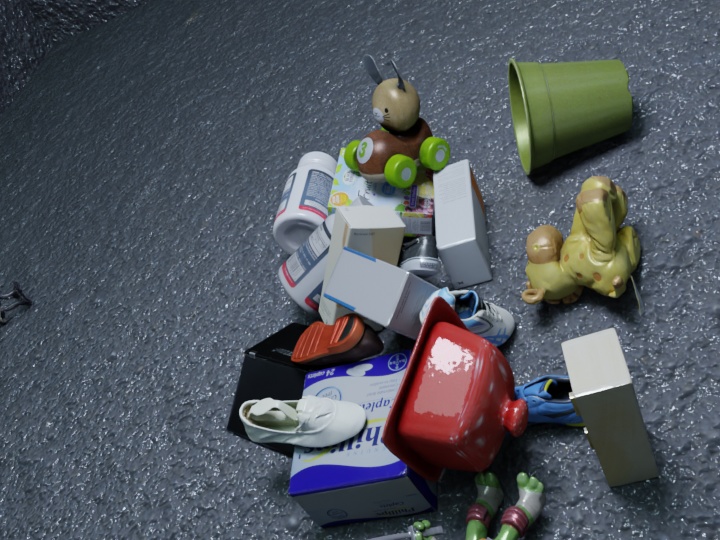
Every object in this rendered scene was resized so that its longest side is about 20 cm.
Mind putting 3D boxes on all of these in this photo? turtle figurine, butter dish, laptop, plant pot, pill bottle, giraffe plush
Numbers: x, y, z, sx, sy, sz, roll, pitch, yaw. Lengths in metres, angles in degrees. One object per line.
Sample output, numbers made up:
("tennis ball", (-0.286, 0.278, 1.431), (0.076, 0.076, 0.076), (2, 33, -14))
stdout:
("turtle figurine", (0.127, 0.303, 0.847), (0.199, 0.145, 0.194), (40, 48, 6))
("butter dish", (0.140, 0.167, 0.915), (0.145, 0.200, 0.203), (12, 68, 33))
("laptop", (-0.107, 0.194, 1.236), (0.184, 0.119, 0.198), (9, 27, 38))
("plant pot", (0.368, -0.286, 1.278), (0.184, 0.203, 0.203), (-10, 43, 6))
("pill bottle", (-0.098, -0.137, 1.459), (0.117, 0.121, 0.203), (-11, 45, 24))
("giraffe plush", (0.316, -0.020, 1.081), (0.159, 0.171, 0.206), (-15, 76, 34))
("pill bottle", (-0.040, -0.027, 1.284), (0.200, 0.119, 0.121), (-44, 37, 15))

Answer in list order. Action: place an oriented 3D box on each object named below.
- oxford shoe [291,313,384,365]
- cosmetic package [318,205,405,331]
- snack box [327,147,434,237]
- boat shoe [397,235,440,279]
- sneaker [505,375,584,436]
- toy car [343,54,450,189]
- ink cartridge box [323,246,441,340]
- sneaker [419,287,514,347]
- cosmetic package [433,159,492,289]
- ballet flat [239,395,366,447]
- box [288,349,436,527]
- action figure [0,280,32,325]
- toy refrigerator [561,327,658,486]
("oxford shoe", (-0.041, 0.123, 1.123), (0.198, 0.072, 0.073), (-18, 43, 54))
("cosmetic package", (0.000, 0.000, 1.194), (0.102, 0.205, 0.071), (-4, 34, -23))
("snack box", (0.046, -0.149, 1.378), (0.194, 0.069, 0.172), (3, 49, 8))
("boat shoe", (0.082, -0.016, 1.214), (0.199, 0.067, 0.058), (162, 112, -70))
("sneaker", (0.225, 0.173, 0.983), (0.195, 0.079, 0.067), (-12, 46, 26))
("toy car", (0.049, -0.272, 1.280), (0.156, 0.204, 0.163), (-29, 33, -24))
("ink cartridge box", (0.064, 0.050, 1.103), (0.143, 0.198, 0.086), (22, 87, 43))
("sneaker", (0.167, 0.065, 1.048), (0.073, 0.197, 0.073), (-48, 53, 29))
("cosmetic package", (0.173, -0.082, 1.249), (0.069, 0.102, 0.203), (-15, 44, 19))
("ballet flat", (-0.088, 0.204, 1.009), (0.195, 0.070, 0.071), (-8, 45, 29))
("box", (0.009, 0.238, 1.040), (0.180, 0.106, 0.203), (-16, 44, 21))
("action figure", (-0.919, 0.109, 1.794), (0.199, 0.103, 0.119), (-40, 52, -10))
("toy refrigerator", (0.289, 0.165, 0.849), (0.068, 0.202, 0.077), (-17, 42, 16))
